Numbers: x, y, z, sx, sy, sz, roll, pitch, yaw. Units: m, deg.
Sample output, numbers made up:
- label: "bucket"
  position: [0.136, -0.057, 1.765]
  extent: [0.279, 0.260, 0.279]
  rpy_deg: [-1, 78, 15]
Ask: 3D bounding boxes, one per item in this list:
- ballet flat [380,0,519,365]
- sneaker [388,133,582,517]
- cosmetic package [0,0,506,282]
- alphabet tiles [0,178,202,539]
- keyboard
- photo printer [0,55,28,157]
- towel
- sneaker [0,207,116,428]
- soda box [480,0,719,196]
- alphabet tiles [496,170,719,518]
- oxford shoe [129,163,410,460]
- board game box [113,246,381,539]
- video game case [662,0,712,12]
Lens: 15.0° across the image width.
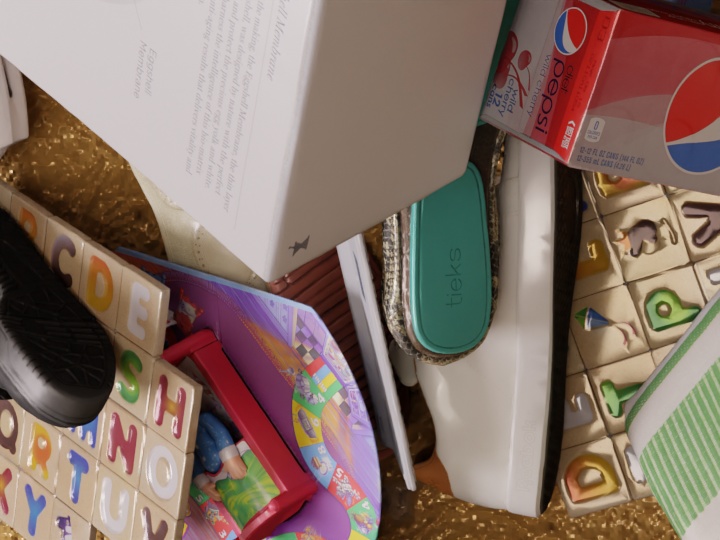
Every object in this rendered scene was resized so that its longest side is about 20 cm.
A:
- label: "ballet flat"
  position: [0.031, -0.061, 1.199]
  extent: [0.068, 0.075, 0.201]
  rpy_deg: [-2, 106, -21]
- label: "sneaker"
  position: [0.054, 0.014, 1.256]
  extent: [0.084, 0.073, 0.201]
  rpy_deg: [9, 107, 14]
- label: "cosmetic package"
  position: [-0.047, -0.143, 1.078]
  extent: [0.200, 0.123, 0.200]
  rpy_deg: [41, 140, 27]
- label: "alphabet tiles"
  position: [-0.140, 0.063, 1.314]
  extent: [0.200, 0.008, 0.168]
  rpy_deg: [31, 119, 46]
- label: "keyboard"
  position: [0.000, 0.000, 1.228]
  extent: [0.011, 0.056, 0.201]
  rpy_deg: [-16, 112, -9]
- label: "photo printer"
  position: [-0.266, -0.101, 1.348]
  extent: [0.199, 0.069, 0.167]
  rpy_deg: [-21, 95, 22]
- label: "towel"
  position: [0.200, 0.082, 1.190]
  extent: [0.153, 0.023, 0.200]
  rpy_deg: [-53, 45, 21]
- label: "sneaker"
  position: [-0.185, 0.039, 1.309]
  extent: [0.200, 0.060, 0.104]
  rpy_deg: [51, 123, 43]
- label: "soda box"
  position: [0.151, -0.069, 1.144]
  extent: [0.063, 0.199, 0.070]
  rpy_deg: [33, 109, 50]
- label: "alphabet tiles"
  position: [0.129, 0.021, 1.276]
  extent: [0.199, 0.006, 0.167]
  rpy_deg: [-18, 97, 22]
- label: "oxford shoe"
  position: [-0.043, 0.004, 1.308]
  extent: [0.074, 0.071, 0.201]
  rpy_deg: [-27, 90, 43]
- label: "board game box"
  position: [-0.075, 0.081, 1.296]
  extent: [0.200, 0.039, 0.159]
  rpy_deg: [17, 121, 41]
- label: "video game case"
  position: [0.082, -0.200, 1.197]
  extent: [0.181, 0.045, 0.201]
  rpy_deg: [22, 110, 31]
